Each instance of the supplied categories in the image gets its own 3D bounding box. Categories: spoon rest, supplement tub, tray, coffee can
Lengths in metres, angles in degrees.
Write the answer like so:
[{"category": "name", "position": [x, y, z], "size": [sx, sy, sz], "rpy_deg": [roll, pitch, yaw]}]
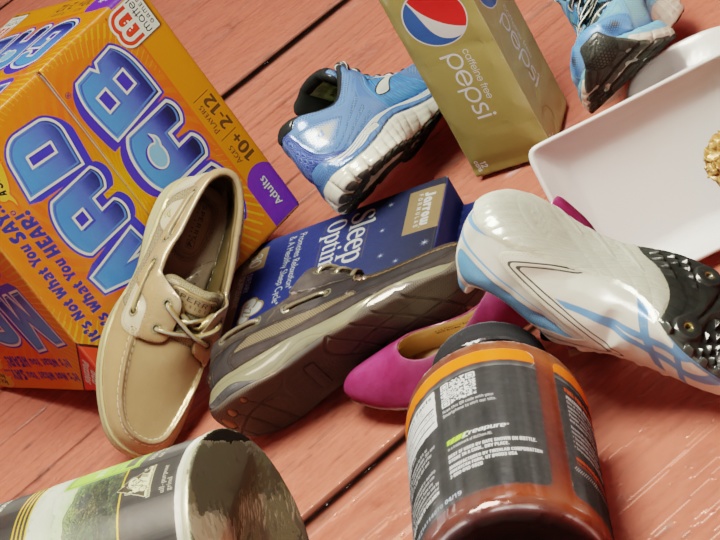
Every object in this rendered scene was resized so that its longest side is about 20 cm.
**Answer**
[{"category": "spoon rest", "position": [0.219, -0.105, 1.590], "size": [0.099, 0.061, 0.200], "rpy_deg": [-24, 30, 15]}, {"category": "supplement tub", "position": [0.078, 0.110, 1.342], "size": [0.107, 0.107, 0.200], "rpy_deg": [-25, 29, 13]}, {"category": "tray", "position": [0.210, -0.070, 1.495], "size": [0.199, 0.108, 0.022], "rpy_deg": [-27, 6, 1]}, {"category": "coffee can", "position": [-0.143, 0.187, 1.398], "size": [0.199, 0.147, 0.147], "rpy_deg": [-19, 31, 21]}]

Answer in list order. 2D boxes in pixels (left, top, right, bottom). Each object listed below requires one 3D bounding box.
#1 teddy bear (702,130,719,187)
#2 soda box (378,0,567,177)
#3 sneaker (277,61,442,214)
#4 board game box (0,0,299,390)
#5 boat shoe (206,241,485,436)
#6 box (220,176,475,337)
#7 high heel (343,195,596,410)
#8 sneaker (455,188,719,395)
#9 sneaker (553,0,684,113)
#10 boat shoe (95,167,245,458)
[{"category": "teddy bear", "position": [0.293, -0.106, 1.448], "size": [0.199, 0.145, 0.067], "rpy_deg": [-27, 4, -3]}, {"category": "soda box", "position": [0.069, -0.165, 1.684], "size": [0.064, 0.200, 0.068], "rpy_deg": [-17, 32, 25]}, {"category": "sneaker", "position": [0.008, -0.119, 1.747], "size": [0.079, 0.089, 0.200], "rpy_deg": [-54, -8, 36]}, {"category": "board game box", "position": [-0.210, -0.055, 1.760], "size": [0.200, 0.200, 0.200], "rpy_deg": [-46, 21, -25]}, {"category": "boat shoe", "position": [-0.015, 0.028, 1.577], "size": [0.199, 0.075, 0.073], "rpy_deg": [-27, 54, 8]}, {"category": "box", "position": [0.000, 0.000, 1.674], "size": [0.199, 0.032, 0.121], "rpy_deg": [-19, 31, 22]}, {"category": "high heel", "position": [0.061, 0.021, 1.499], "size": [0.199, 0.096, 0.067], "rpy_deg": [-16, 23, 33]}, {"category": "sneaker", "position": [0.145, 0.022, 1.400], "size": [0.199, 0.073, 0.072], "rpy_deg": [28, 45, 16]}, {"category": "sneaker", "position": [0.158, -0.170, 1.668], "size": [0.078, 0.090, 0.200], "rpy_deg": [-43, 5, 18]}, {"category": "boat shoe", "position": [-0.124, 0.026, 1.643], "size": [0.064, 0.071, 0.201], "rpy_deg": [-21, 54, 60]}]
